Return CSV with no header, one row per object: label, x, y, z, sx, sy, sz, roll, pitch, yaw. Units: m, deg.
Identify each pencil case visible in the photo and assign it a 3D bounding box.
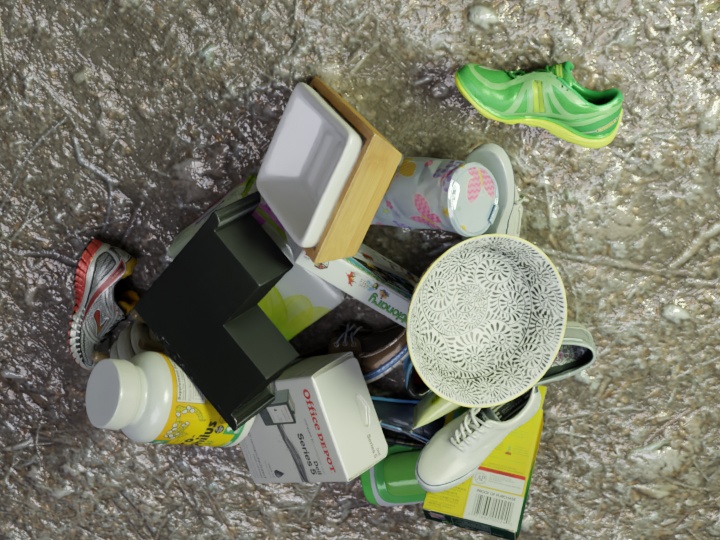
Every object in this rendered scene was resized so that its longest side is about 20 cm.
pencil case,0.065,-0.086,1.322,0.199,0.083,0.091,8,146,49

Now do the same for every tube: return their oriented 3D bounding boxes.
tube,0.149,0.140,1.482,0.199,0.052,0.058,-35,148,13

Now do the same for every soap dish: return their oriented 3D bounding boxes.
soap dish,-0.038,-0.116,1.305,0.081,0.200,0.158,16,110,-29

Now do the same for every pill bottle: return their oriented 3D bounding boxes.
pill bottle,-0.238,0.162,1.436,0.199,0.113,0.113,12,133,-42

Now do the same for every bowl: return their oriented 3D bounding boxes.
bowl,0.130,0.048,1.324,0.199,0.094,0.203,-5,105,-19

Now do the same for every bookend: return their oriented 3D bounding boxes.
bookend,-0.140,0.050,1.377,0.199,0.092,0.200,49,125,6

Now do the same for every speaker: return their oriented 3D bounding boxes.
speaker,0.104,0.277,1.585,0.198,0.089,0.089,-9,119,18

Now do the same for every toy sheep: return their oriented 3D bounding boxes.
toy sheep,-0.283,0.126,1.550,0.138,0.138,0.200,43,115,-15

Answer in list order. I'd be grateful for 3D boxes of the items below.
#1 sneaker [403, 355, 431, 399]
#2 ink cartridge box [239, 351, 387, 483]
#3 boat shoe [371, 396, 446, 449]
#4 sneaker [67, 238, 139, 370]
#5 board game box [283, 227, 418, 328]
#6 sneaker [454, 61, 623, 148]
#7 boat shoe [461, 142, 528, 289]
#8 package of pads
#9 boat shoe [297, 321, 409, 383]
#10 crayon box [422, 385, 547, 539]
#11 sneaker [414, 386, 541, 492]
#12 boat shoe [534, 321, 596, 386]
sneaker,0.120,0.094,1.466,0.078,0.090,0.201,28,122,-6
ink cartridge box,-0.077,0.196,1.502,0.199,0.084,0.147,-12,100,46
boat shoe,0.016,0.212,1.558,0.198,0.069,0.084,-2,152,14
sneaker,-0.347,0.057,1.553,0.081,0.078,0.202,15,123,2
board game box,0.000,0.000,1.389,0.199,0.126,0.035,31,105,-22
sneaker,0.201,-0.203,1.282,0.198,0.074,0.084,14,126,-8
boat shoe,0.166,-0.072,1.364,0.074,0.086,0.204,16,130,30
package of pads,-0.125,-0.008,1.472,0.154,0.068,0.200,-35,109,29
boat shoe,-0.013,0.111,1.516,0.199,0.072,0.073,-30,107,27
crayon box,0.167,0.240,1.500,0.126,0.202,0.051,11,155,16
sneaker,0.146,0.200,1.455,0.073,0.200,0.071,44,166,26
boat shoe,0.193,0.111,1.405,0.199,0.072,0.071,-14,107,2
